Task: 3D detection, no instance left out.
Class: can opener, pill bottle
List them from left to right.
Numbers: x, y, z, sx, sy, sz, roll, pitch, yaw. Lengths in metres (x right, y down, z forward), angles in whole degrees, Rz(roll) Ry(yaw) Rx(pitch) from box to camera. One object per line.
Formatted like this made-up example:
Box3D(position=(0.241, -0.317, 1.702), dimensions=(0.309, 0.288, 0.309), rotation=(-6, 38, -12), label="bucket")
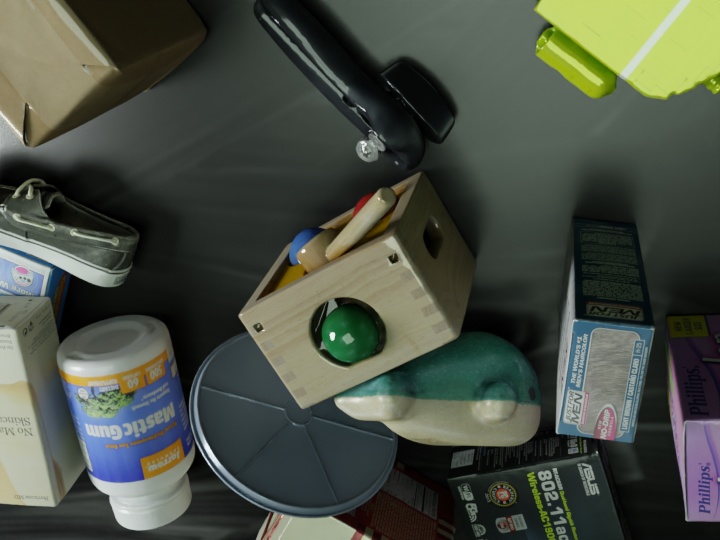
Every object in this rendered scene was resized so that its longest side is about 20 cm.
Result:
Box3D(position=(-0.230, 0.157, 0.990), dimensions=(0.111, 0.112, 0.201), rotation=(-3, 113, 14), label="pill bottle")
Box3D(position=(-0.014, -0.164, 0.835), dimensions=(0.200, 0.079, 0.063), rotation=(40, 155, -3), label="can opener")

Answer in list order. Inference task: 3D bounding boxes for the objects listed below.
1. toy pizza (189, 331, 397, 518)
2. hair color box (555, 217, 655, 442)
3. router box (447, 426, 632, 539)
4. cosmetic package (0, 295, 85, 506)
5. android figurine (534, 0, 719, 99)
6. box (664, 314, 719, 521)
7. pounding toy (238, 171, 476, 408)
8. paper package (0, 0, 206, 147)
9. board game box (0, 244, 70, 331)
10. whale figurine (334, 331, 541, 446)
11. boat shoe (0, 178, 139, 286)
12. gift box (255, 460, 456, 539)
Box3D(position=(-0.061, 0.139, 0.902), dimensions=(0.199, 0.201, 0.032), rotation=(28, 134, -1), label="toy pizza")
Box3D(position=(0.194, 0.041, 0.792), dimensions=(0.060, 0.200, 0.101), rotation=(6, 116, 10), label="hair color box")
Box3D(position=(0.186, 0.257, 0.968), dimensions=(0.149, 0.062, 0.201), rotation=(-15, 110, 17), label="router box")
Box3D(position=(-0.347, 0.129, 0.963), dimensions=(0.104, 0.071, 0.201), rotation=(0, 114, 12), label="cosmetic package")
Box3D(position=(0.222, -0.218, 0.759), dimensions=(0.199, 0.041, 0.182), rotation=(34, 116, -3), label="android figurine")
Box3D(position=(0.360, 0.114, 0.802), dimensions=(0.198, 0.176, 0.097), rotation=(-4, 113, 15), label="box")
Box3D(position=(0.000, 0.000, 0.818), dimensions=(0.183, 0.200, 0.143), rotation=(-27, 105, 22), label="pounding toy")
Box3D(position=(-0.242, -0.219, 0.776), dimensions=(0.103, 0.200, 0.191), rotation=(-33, 102, 23), label="paper package")
Box3D(position=(-0.410, 0.032, 1.006), dimensions=(0.199, 0.056, 0.197), rotation=(22, 117, 2), label="board game box")
Box3D(position=(0.072, 0.101, 0.867), dimensions=(0.159, 0.199, 0.105), rotation=(-10, 72, 49), label="whale figurine")
Box3D(position=(-0.309, -0.055, 0.941), dimensions=(0.199, 0.071, 0.064), rotation=(23, 118, -7), label="boat shoe")
Box3D(position=(-0.031, 0.282, 0.970), dimensions=(0.199, 0.185, 0.188), rotation=(30, 108, 2), label="gift box")
